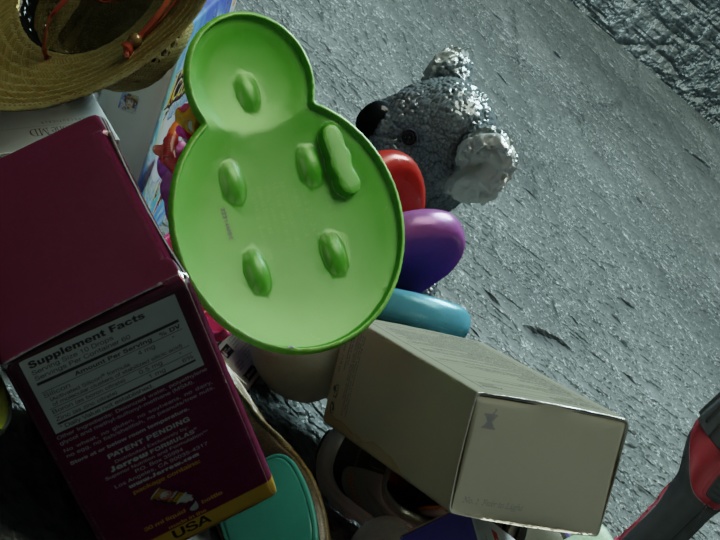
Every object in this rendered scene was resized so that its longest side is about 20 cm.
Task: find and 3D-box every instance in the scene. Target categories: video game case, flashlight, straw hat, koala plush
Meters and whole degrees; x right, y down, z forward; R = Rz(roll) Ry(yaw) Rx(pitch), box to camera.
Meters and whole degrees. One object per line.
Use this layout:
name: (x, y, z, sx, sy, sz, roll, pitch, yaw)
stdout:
video game case: (-0.138, -0.100, 1.523, 0.045, 0.183, 0.200, 19, 19, 2)
flashlight: (0.215, 0.172, 1.665, 0.068, 0.200, 0.068, 51, 20, 22)
straw hat: (-0.145, -0.147, 1.334, 0.085, 0.200, 0.202, 49, 8, -51)
koala plush: (0.032, -0.073, 1.808, 0.183, 0.200, 0.178, 33, 21, -32)

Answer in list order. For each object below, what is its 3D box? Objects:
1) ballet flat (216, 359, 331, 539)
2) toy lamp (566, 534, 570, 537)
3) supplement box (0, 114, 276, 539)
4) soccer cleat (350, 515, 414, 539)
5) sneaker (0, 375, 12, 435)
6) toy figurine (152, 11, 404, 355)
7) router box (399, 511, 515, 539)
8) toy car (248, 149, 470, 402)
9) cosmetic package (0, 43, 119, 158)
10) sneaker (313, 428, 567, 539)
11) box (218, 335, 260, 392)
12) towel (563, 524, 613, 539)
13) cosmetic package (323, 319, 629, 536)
ballet flat: (-0.063, 0.129, 1.400, 0.200, 0.068, 0.072, 53, 0, 35)
toy lamp: (0.147, 0.248, 1.586, 0.058, 0.058, 0.201, 34, 21, -29)
supplement box: (-0.131, 0.042, 1.223, 0.201, 0.103, 0.131, 72, -9, -50)
soccer cleat: (0.016, 0.207, 1.371, 0.085, 0.068, 0.201, 45, 20, -34)
sneaker: (-0.236, 0.012, 1.180, 0.078, 0.091, 0.200, -17, 47, -27)
toy figurine: (-0.087, -0.034, 1.404, 0.149, 0.184, 0.202, -15, 86, -30)
router box: (0.105, 0.257, 1.354, 0.179, 0.049, 0.201, 41, 27, -50)
toy car: (0.000, 0.000, 1.542, 0.175, 0.150, 0.201, 23, 31, -55)
cosmetic package: (-0.259, -0.100, 1.334, 0.199, 0.052, 0.151, -10, 54, -34)
sneaker: (0.063, 0.162, 1.525, 0.199, 0.075, 0.079, 28, -14, -28)
box: (-0.100, 0.024, 1.571, 0.110, 0.035, 0.200, 44, 18, -2)
towel: (0.153, 0.268, 1.484, 0.152, 0.023, 0.200, -21, 60, -29)
cosmetic package: (0.064, 0.089, 1.382, 0.103, 0.074, 0.200, 12, 7, -22)
